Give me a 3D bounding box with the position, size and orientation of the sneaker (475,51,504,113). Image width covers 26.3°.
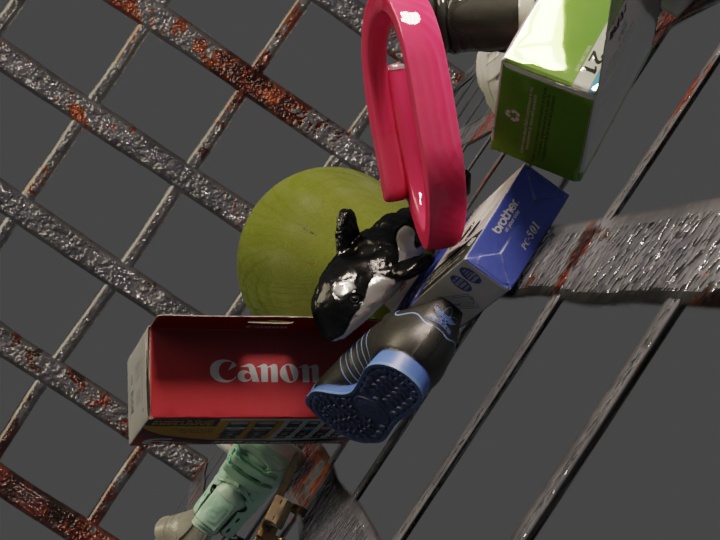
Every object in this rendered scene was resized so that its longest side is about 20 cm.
[{"bbox_3d":[0.153,-0.209,1.347,0.078,0.200,0.099,-16,11,-29],"label":"sneaker"}]

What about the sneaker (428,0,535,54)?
[{"bbox_3d":[0.089,-0.207,1.228,0.200,0.099,0.071,-61,-28,-79],"label":"sneaker"}]

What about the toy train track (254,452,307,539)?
[{"bbox_3d":[-0.072,0.226,1.369,0.200,0.033,0.115,117,179,-75],"label":"toy train track"}]

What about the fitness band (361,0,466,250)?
[{"bbox_3d":[0.041,-0.114,1.159,0.144,0.037,0.200,159,101,-77],"label":"fitness band"}]

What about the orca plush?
[{"bbox_3d":[0.017,-0.028,1.248,0.200,0.071,0.105,-41,13,-25],"label":"orca plush"}]

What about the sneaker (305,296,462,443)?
[{"bbox_3d":[0.022,0.078,1.195,0.078,0.070,0.200,-53,8,-25],"label":"sneaker"}]

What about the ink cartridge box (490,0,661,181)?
[{"bbox_3d":[0.160,-0.185,1.080,0.148,0.076,0.200,-59,-18,-30],"label":"ink cartridge box"}]

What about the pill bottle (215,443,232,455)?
[{"bbox_3d":[-0.087,0.124,1.776,0.200,0.112,0.112,-55,4,9],"label":"pill bottle"}]

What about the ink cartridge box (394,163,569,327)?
[{"bbox_3d":[0.086,-0.004,1.196,0.094,0.044,0.200,-56,3,-23],"label":"ink cartridge box"}]

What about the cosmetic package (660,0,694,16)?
[{"bbox_3d":[0.262,-0.283,1.099,0.113,0.081,0.200,-58,5,-22],"label":"cosmetic package"}]

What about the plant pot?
[{"bbox_3d":[0.000,0.000,1.418,0.187,0.187,0.200,-56,18,-6],"label":"plant pot"}]

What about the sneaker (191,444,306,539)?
[{"bbox_3d":[-0.122,0.227,1.607,0.118,0.074,0.200,-51,-8,-20],"label":"sneaker"}]

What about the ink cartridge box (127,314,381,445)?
[{"bbox_3d":[-0.090,0.096,1.318,0.176,0.200,0.084,132,137,-68],"label":"ink cartridge box"}]

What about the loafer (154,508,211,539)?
[{"bbox_3d":[-0.243,0.357,2.060,0.200,0.070,0.070,-53,5,39],"label":"loafer"}]
